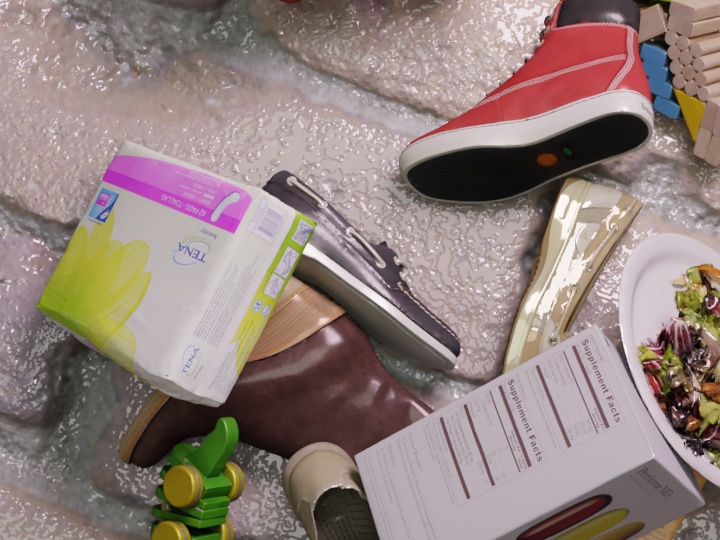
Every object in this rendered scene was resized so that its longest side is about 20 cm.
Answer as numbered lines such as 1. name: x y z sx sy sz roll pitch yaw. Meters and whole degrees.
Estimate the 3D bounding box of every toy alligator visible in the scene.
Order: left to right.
1. toy alligator: -0.132 0.197 1.119 0.054 0.059 0.201 18 99 35

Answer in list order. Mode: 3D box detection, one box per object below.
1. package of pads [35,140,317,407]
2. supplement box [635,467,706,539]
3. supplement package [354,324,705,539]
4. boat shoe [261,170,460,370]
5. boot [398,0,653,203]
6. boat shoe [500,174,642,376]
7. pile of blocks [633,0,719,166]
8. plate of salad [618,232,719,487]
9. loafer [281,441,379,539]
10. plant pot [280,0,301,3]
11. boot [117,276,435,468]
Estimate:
1. package of pads: -0.141 0.001 1.115 0.200 0.068 0.155 20 82 48
2. supplement box: 0.187 0.196 1.128 0.069 0.067 0.200 29 85 6
3. supplement package: 0.117 0.146 1.072 0.200 0.114 0.110 -31 54 17
4. boat shoe: 0.000 0.000 1.160 0.200 0.074 0.060 35 69 6
5. boot: 0.123 -0.137 1.175 0.200 0.072 0.145 -16 52 23
6. boat shoe: 0.153 0.030 1.148 0.063 0.073 0.201 18 77 9
7. pile of blocks: 0.251 -0.179 1.181 0.062 0.082 0.201 -18 92 -42
8. plate of salad: 0.259 0.061 1.093 0.048 0.200 0.201 -30 80 42
9. loafer: 0.007 0.220 1.115 0.076 0.068 0.200 -34 101 1
10. plant pot: -0.009 -0.305 1.137 0.182 0.200 0.201 -14 83 10
11. boot: -0.064 0.119 1.148 0.200 0.072 0.166 -44 88 4
